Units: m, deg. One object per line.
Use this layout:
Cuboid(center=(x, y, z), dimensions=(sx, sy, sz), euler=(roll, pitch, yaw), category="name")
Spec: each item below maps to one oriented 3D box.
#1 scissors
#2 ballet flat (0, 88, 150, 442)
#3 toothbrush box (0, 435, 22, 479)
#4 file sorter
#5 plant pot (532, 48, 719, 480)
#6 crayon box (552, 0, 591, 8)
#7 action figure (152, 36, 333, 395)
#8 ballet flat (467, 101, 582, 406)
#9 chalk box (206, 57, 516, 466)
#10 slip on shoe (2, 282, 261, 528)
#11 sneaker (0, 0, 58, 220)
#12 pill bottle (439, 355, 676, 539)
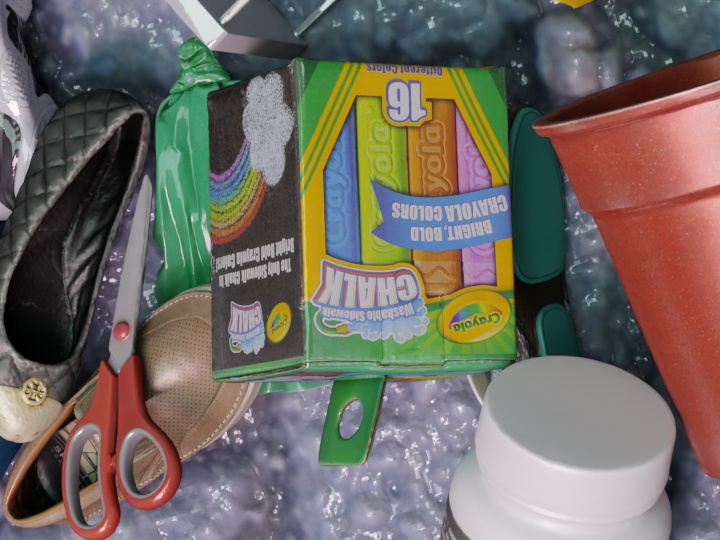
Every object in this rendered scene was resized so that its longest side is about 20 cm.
Cuboid(center=(-0.134, 0.046, 1.339), dimensions=(0.073, 0.014, 0.200), euler=(-20, 63, 26), category="scissors")
Cuboid(center=(-0.164, -0.004, 1.355), dimensions=(0.057, 0.066, 0.200), euler=(7, 81, 56), category="ballet flat")
Cuboid(center=(-0.256, 0.031, 1.355), dimensions=(0.085, 0.146, 0.200), euler=(-5, 118, 18), category="toothbrush box")
Cuboid(center=(-0.080, -0.228, 1.325), dimensions=(0.125, 0.139, 0.200), euler=(-44, 80, 13), category="file sorter")
Cuboid(center=(0.209, -0.011, 1.226), dimensions=(0.201, 0.201, 0.195), euler=(-16, 96, 18), category="plant pot")
Cuboid(center=(0.142, -0.263, 1.292), dimensions=(0.173, 0.058, 0.200), euler=(-24, 86, 19), category="crayon box")
Cuboid(center=(-0.072, -0.031, 1.377), dimensions=(0.118, 0.055, 0.200), euler=(-9, 95, 20), category="action figure")
Cuboid(center=(0.077, 0.013, 1.329), dimensions=(0.074, 0.074, 0.200), euler=(-9, 87, 18), category="ballet flat")
Cuboid(center=(0.000, 0.000, 1.283), dimensions=(0.124, 0.125, 0.200), euler=(0, 85, -25), category="chalk box")
Cuboid(center=(-0.127, 0.079, 1.369), dimensions=(0.200, 0.061, 0.076), euler=(-38, 81, 34), category="slip on shoe")
Cuboid(center=(-0.241, -0.114, 1.414), dimensions=(0.115, 0.075, 0.200), euler=(-16, 92, 15), category="sneaker")
Cuboid(center=(0.095, 0.152, 1.269), dimensions=(0.114, 0.114, 0.200), euler=(19, 124, 16), category="pill bottle")
